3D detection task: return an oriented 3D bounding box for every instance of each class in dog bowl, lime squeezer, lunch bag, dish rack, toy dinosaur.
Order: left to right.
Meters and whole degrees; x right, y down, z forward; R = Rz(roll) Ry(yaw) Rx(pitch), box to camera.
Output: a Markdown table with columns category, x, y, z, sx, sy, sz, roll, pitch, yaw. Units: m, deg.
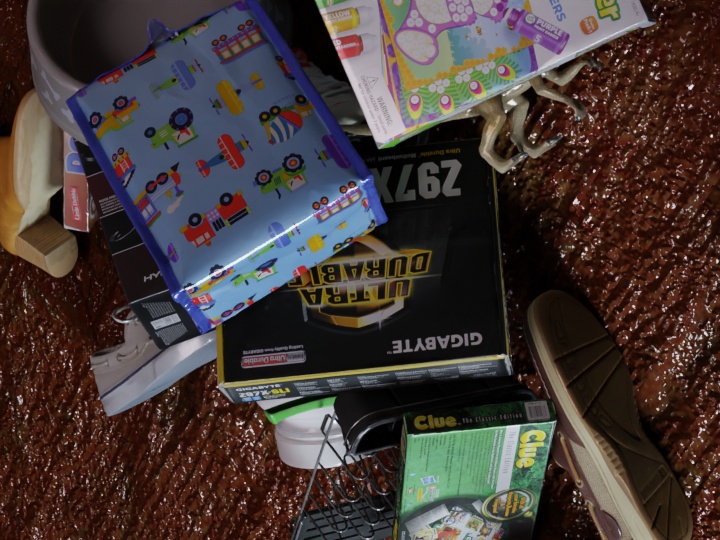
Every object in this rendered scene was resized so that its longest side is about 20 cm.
| category | x | y | z | sx | sy | sz | roll | pitch | yaw |
| --- | --- | --- | --- | --- | --- | --- | --- | --- | --- |
| dog bowl | -0.151 | -0.182 | 1.404 | 0.200 | 0.200 | 0.059 | 36 | 163 | 25 |
| lunch bag | -0.098 | -0.088 | 1.295 | 0.201 | 0.150 | 0.094 | 59 | 177 | 19 |
| lime squeezer | 0.013 | 0.055 | 1.393 | 0.038 | 0.200 | 0.071 | 21 | 150 | 56 |
| dish rack | 0.029 | 0.148 | 1.409 | 0.055 | 0.152 | 0.201 | 57 | 143 | 36 |
| toy dinosaur | 0.090 | -0.120 | 1.301 | 0.199 | 0.058 | 0.102 | -35 | 83 | 21 |

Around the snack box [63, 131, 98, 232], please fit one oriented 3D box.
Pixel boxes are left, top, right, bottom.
| category | x | y | z | sx | sy | sz | roll | pitch | yaw |
| --- | --- | --- | --- | --- | --- | --- | --- | --- | --- |
| snack box | -0.222 | -0.137 | 1.576 | 0.024 | 0.072 | 0.202 | 7 | 116 | 5 |

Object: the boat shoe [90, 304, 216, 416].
| category | x | y | z | sx | sy | sz | roll | pitch | yaw |
| --- | --- | --- | --- | --- | --- | --- | --- | --- | --- |
| boat shoe | -0.173 | 0.052 | 1.619 | 0.202 | 0.074 | 0.087 | -33 | 81 | 55 |

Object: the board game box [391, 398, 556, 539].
| category | x | y | z | sx | sy | sz | roll | pitch | yaw |
| --- | --- | --- | --- | --- | --- | --- | --- | --- | --- |
| board game box | 0.076 | 0.160 | 1.370 | 0.201 | 0.104 | 0.024 | 94 | 171 | -51 |

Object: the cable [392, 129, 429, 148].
| category | x | y | z | sx | sy | sz | roll | pitch | yaw |
| --- | --- | --- | --- | --- | --- | --- | --- | --- | --- |
| cable | 0.046 | -0.166 | 1.354 | 0.097 | 0.050 | 0.201 | 16 | 130 | 29 |

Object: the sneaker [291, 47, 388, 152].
| category | x | y | z | sx | sy | sz | roll | pitch | yaw |
| --- | --- | --- | --- | --- | --- | --- | --- | --- | --- |
| sneaker | -0.044 | -0.121 | 1.407 | 0.199 | 0.070 | 0.094 | -13 | 83 | 58 |

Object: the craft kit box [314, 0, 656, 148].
| category | x | y | z | sx | sy | sz | roll | pitch | yaw |
| --- | --- | --- | --- | --- | --- | --- | --- | --- | --- |
| craft kit box | 0.061 | -0.209 | 1.245 | 0.196 | 0.048 | 0.201 | -25 | 88 | 15 |

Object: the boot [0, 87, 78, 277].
| category | x | y | z | sx | sy | sz | roll | pitch | yaw |
| --- | --- | --- | --- | --- | --- | --- | --- | --- | --- |
| boot | -0.307 | -0.097 | 1.658 | 0.144 | 0.071 | 0.202 | 34 | 141 | 31 |

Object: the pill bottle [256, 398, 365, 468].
| category | x | y | z | sx | sy | sz | roll | pitch | yaw |
| --- | --- | --- | --- | --- | --- | --- | --- | --- | --- |
| pill bottle | -0.036 | 0.040 | 1.452 | 0.112 | 0.112 | 0.202 | 5 | 111 | 41 |

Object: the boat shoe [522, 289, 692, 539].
| category | x | y | z | sx | sy | sz | roll | pitch | yaw |
| --- | --- | --- | --- | --- | --- | --- | --- | --- | --- |
| boat shoe | 0.155 | 0.113 | 1.340 | 0.072 | 0.072 | 0.201 | -25 | 96 | 44 |

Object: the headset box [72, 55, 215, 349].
| category | x | y | z | sx | sy | sz | roll | pitch | yaw |
| --- | --- | --- | --- | --- | --- | --- | --- | --- | --- |
| headset box | -0.162 | -0.058 | 1.476 | 0.149 | 0.077 | 0.201 | 78 | 173 | -74 |

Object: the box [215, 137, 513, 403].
| category | x | y | z | sx | sy | sz | roll | pitch | yaw |
| --- | --- | --- | --- | --- | --- | --- | --- | --- | --- |
| box | 0.000 | 0.000 | 1.329 | 0.198 | 0.049 | 0.161 | -6 | 69 | 7 |
